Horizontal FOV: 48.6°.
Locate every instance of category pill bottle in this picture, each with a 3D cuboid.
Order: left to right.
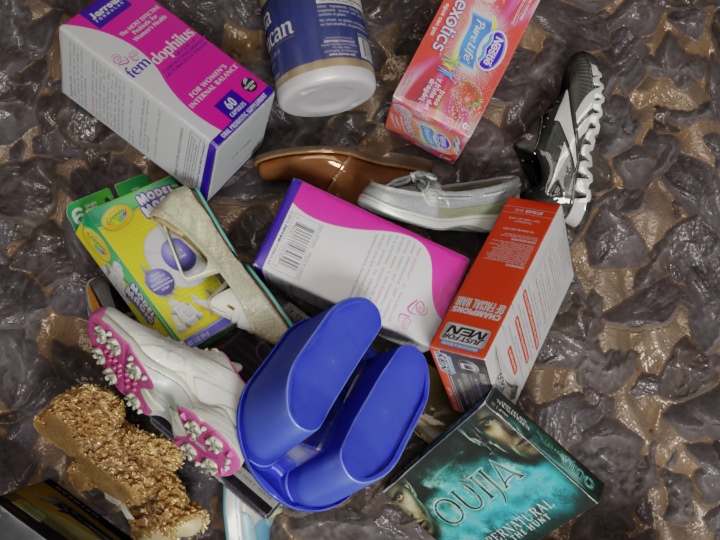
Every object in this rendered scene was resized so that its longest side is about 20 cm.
[{"bbox_3d":[-0.053,-0.282,0.873,0.110,0.111,0.203,-10,82,-5],"label":"pill bottle"}]

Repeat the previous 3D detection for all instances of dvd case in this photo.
[{"bbox_3d":[-0.085,0.125,0.793,0.148,0.016,0.200,35,53,13],"label":"dvd case"}]

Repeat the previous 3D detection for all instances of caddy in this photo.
[{"bbox_3d":[-0.027,0.121,0.733,0.141,0.105,0.200,45,45,-9],"label":"caddy"}]

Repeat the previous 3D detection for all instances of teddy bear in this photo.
[{"bbox_3d":[-0.230,0.194,0.794,0.200,0.145,0.067,41,42,0],"label":"teddy bear"}]

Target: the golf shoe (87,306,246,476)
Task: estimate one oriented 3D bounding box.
[{"bbox_3d":[-0.167,0.099,0.744,0.200,0.076,0.091,42,46,8],"label":"golf shoe"}]

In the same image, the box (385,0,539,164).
[{"bbox_3d":[0.114,-0.235,0.882,0.094,0.103,0.202,28,80,1],"label":"box"}]

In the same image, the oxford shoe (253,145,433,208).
[{"bbox_3d":[-0.020,-0.094,0.869,0.197,0.071,0.072,6,85,-4],"label":"oxford shoe"}]

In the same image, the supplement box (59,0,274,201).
[{"bbox_3d":[-0.203,-0.187,0.835,0.199,0.104,0.101,36,58,3],"label":"supplement box"}]

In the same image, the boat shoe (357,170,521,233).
[{"bbox_3d":[0.087,-0.077,0.839,0.200,0.074,0.066,4,98,-28],"label":"boat shoe"}]

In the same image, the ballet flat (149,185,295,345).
[{"bbox_3d":[-0.141,0.007,0.800,0.062,0.068,0.201,-34,80,-17],"label":"ballet flat"}]

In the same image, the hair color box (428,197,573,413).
[{"bbox_3d":[0.148,0.037,0.802,0.063,0.112,0.201,11,53,31],"label":"hair color box"}]

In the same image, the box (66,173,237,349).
[{"bbox_3d":[-0.203,-0.014,0.829,0.201,0.048,0.117,51,45,5],"label":"box"}]

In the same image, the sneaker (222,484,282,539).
[{"bbox_3d":[-0.073,0.209,0.815,0.129,0.080,0.203,-1,82,-2],"label":"sneaker"}]

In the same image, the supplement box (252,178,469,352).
[{"bbox_3d":[0.000,0.000,0.839,0.198,0.103,0.102,25,80,2],"label":"supplement box"}]

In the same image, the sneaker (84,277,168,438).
[{"bbox_3d":[-0.217,0.087,0.833,0.077,0.078,0.201,-36,88,-21],"label":"sneaker"}]

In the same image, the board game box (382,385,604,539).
[{"bbox_3d":[0.121,0.213,0.780,0.135,0.200,0.028,40,42,4],"label":"board game box"}]

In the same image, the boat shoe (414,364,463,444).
[{"bbox_3d":[0.113,0.169,0.839,0.199,0.066,0.074,40,73,7],"label":"boat shoe"}]

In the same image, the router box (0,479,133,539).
[{"bbox_3d":[-0.256,0.283,0.753,0.199,0.157,0.052,35,81,1],"label":"router box"}]

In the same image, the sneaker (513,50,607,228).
[{"bbox_3d":[0.219,-0.153,0.893,0.089,0.066,0.203,9,83,-4],"label":"sneaker"}]
